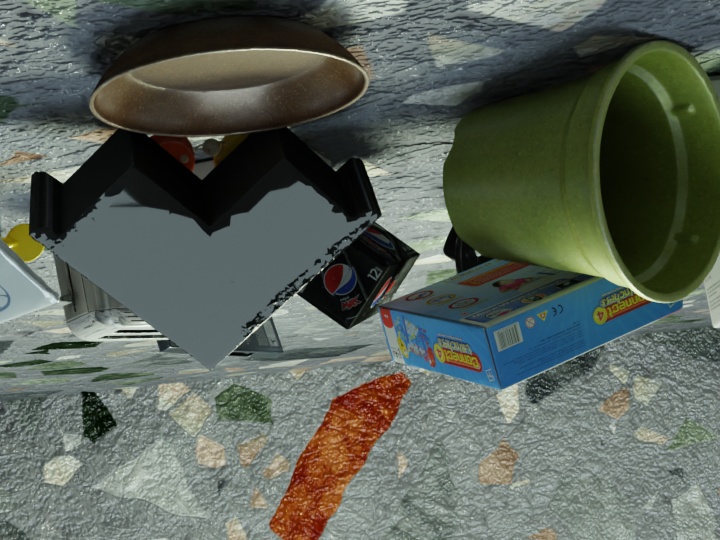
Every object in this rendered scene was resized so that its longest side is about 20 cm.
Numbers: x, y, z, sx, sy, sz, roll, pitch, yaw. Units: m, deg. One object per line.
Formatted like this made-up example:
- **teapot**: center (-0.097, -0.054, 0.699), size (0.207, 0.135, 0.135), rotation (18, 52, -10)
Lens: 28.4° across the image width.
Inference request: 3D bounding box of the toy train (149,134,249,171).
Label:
- **toy train**: center (-0.122, -0.063, 1.223), size (0.149, 0.056, 0.201), rotation (-27, 126, 7)

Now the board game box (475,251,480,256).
- **board game box**: center (0.221, -0.075, 1.386), size (0.198, 0.065, 0.147), rotation (-12, 176, -23)

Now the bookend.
- **bookend**: center (-0.125, -0.058, 1.134), size (0.198, 0.092, 0.200), rotation (-42, 121, 16)

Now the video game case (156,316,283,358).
- **video game case**: center (-0.174, 0.028, 1.601), size (0.019, 0.144, 0.199), rotation (-31, 159, 29)

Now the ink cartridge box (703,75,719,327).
- **ink cartridge box**: center (0.347, -0.062, 1.261), size (0.083, 0.203, 0.145), rotation (-9, 170, 0)

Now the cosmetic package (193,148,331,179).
- **cosmetic package**: center (-0.130, -0.070, 1.330), size (0.198, 0.051, 0.082), rotation (-10, 172, 17)

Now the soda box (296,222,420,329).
- **soda box**: center (0.000, 0.000, 1.304), size (0.063, 0.071, 0.200), rotation (34, -171, 6)

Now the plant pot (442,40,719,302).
- **plant pot**: center (0.175, -0.077, 1.164), size (0.183, 0.203, 0.199), rotation (0, 178, 45)

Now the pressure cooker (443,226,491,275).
- **pressure cooker**: center (0.193, -0.003, 1.572), size (0.177, 0.178, 0.200), rotation (-23, 171, 1)

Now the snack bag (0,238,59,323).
- **snack bag**: center (-0.391, -0.014, 1.251), size (0.187, 0.022, 0.200), rotation (-17, 130, 31)

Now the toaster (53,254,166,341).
- **toaster**: center (-0.219, 0.001, 1.449), size (0.198, 0.131, 0.113), rotation (1, 169, -37)

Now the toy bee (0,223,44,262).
- **toy bee**: center (-0.358, -0.016, 1.324), size (0.129, 0.110, 0.200), rotation (-8, 169, 4)

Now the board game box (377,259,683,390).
- **board game box**: center (0.147, 0.032, 1.261), size (0.198, 0.057, 0.195), rotation (-21, -168, -23)

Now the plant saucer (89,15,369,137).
- **plant saucer**: center (-0.093, -0.139, 1.005), size (0.198, 0.037, 0.200), rotation (-7, 170, -1)
